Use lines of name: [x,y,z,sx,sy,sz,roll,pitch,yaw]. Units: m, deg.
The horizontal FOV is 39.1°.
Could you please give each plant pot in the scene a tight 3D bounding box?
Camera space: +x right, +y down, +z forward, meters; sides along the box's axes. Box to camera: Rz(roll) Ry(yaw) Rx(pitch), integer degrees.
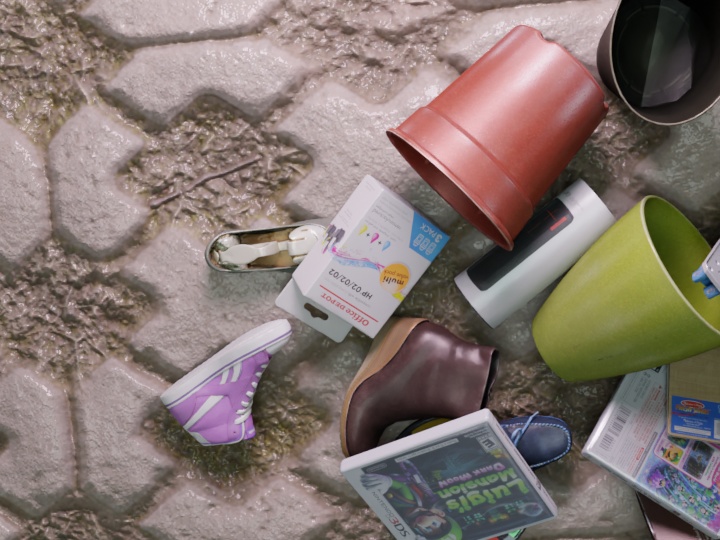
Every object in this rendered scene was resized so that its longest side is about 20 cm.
plant pot: [0.167,-0.161,1.170,0.201,0.201,0.195,44,91,0]
plant pot: [0.304,0.044,1.180,0.200,0.187,0.187,-36,91,32]

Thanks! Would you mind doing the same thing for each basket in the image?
basket: [0.332,-0.250,1.130,0.135,0.200,0.181,9,98,4]

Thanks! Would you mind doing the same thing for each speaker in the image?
speaker: [0.214,-0.021,1.228,0.200,0.081,0.081,-39,91,9]

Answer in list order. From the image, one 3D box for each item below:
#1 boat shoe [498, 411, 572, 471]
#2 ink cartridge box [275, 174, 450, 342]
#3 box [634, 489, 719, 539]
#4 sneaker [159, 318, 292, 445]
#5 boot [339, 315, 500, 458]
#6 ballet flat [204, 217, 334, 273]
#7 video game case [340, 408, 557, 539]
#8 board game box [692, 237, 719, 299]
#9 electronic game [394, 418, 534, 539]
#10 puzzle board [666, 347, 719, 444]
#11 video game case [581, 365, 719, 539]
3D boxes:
boat shoe: [0.161,0.227,1.230,0.199,0.069,0.084,-16,87,4]
ink cartridge box: [0.000,0.000,1.238,0.115,0.068,0.200,33,100,-26]
box: [0.445,0.287,1.218,0.199,0.075,0.100,-19,49,7]
sneaker: [-0.146,0.149,1.294,0.200,0.073,0.114,-35,95,19]
boot: [0.069,0.162,1.238,0.166,0.072,0.201,19,91,33]
ballet flat: [-0.098,-0.025,1.268,0.199,0.064,0.068,-6,96,6]
video game case: [0.106,0.261,1.208,0.199,0.023,0.182,-24,119,22]
board game box: [0.470,0.039,1.157,0.200,0.200,0.026,52,130,1]
electronic game: [0.123,0.276,1.288,0.199,0.042,0.201,1,96,5]
puzzle board: [0.463,0.139,1.210,0.199,0.017,0.151,9,69,-1]
video game case: [0.387,0.184,1.206,0.182,0.024,0.200,32,69,7]
